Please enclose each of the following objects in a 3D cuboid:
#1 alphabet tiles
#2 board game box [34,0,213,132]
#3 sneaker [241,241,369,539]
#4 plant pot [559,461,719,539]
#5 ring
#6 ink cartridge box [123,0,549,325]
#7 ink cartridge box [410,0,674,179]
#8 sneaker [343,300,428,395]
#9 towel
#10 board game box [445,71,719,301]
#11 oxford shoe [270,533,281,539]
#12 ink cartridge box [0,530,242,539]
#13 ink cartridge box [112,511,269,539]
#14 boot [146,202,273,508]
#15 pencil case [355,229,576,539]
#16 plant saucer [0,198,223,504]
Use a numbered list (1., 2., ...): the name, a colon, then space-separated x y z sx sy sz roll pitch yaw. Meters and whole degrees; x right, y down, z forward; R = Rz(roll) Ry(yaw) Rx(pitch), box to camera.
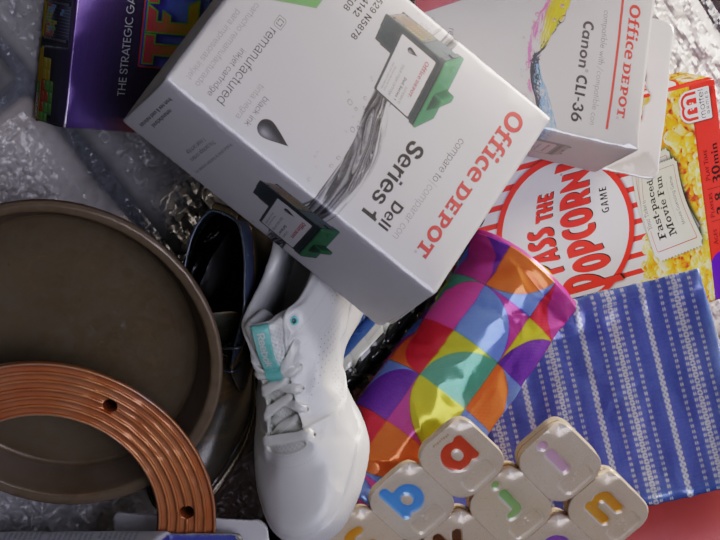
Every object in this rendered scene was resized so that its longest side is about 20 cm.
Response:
1. alphabet tiles: 0.075 0.181 1.670 0.200 0.015 0.196 -42 119 8
2. board game box: -0.102 -0.180 1.655 0.165 0.057 0.200 2 98 -28
3. sneaker: -0.042 0.060 1.624 0.088 0.075 0.200 32 57 -60
4. plant pot: 0.167 0.190 1.793 0.177 0.200 0.201 -18 107 -12
5. ring: -0.185 0.140 1.644 0.200 0.019 0.201 2 116 3
6. ink cartridge box: -0.011 -0.087 1.594 0.200 0.084 0.146 38 65 -10
7. ink cartridge box: 0.115 -0.135 1.731 0.200 0.067 0.117 12 76 -18
8. sneaker: 0.000 0.000 1.720 0.089 0.079 0.200 34 84 12
9. towel: 0.134 0.085 1.731 0.200 0.024 0.145 -13 73 3
10. board game box: 0.148 -0.035 1.812 0.200 0.046 0.152 -16 106 -23
11. oxford shoe: -0.021 0.184 1.757 0.071 0.071 0.200 5 96 -31
12. ink cartridge box: -0.167 0.253 1.650 0.200 0.043 0.196 -1 107 7
13. ink cartridge box: -0.078 0.235 1.703 0.068 0.115 0.200 -31 118 -58
14. boot: -0.099 0.050 1.667 0.075 0.097 0.200 14 84 16
15. pencil case: 0.046 0.072 1.692 0.088 0.088 0.200 43 80 -26
16. plant saucer: -0.179 0.046 1.624 0.200 0.029 0.200 2 115 5
